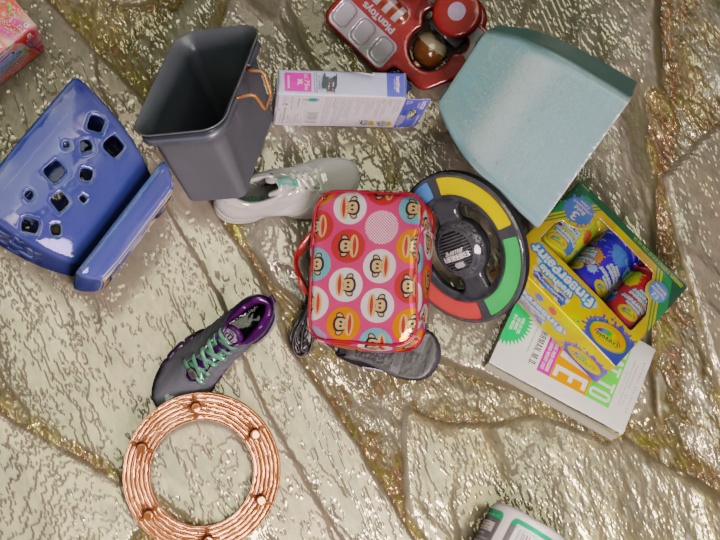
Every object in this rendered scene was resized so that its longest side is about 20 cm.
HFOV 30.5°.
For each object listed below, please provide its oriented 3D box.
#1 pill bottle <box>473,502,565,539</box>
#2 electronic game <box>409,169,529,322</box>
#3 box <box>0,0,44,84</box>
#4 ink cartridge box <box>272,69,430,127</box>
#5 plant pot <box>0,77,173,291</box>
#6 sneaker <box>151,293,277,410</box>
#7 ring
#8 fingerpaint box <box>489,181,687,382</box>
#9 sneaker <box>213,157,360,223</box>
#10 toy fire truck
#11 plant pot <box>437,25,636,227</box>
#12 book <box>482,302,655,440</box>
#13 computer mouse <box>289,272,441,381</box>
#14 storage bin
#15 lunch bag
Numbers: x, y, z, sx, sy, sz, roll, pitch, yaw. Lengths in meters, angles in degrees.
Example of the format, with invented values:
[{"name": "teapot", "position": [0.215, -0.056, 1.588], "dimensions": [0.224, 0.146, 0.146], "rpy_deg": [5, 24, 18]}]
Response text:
[{"name": "pill bottle", "position": [0.167, 0.401, 1.639], "dimensions": [0.112, 0.113, 0.202], "rpy_deg": [31, 77, -1]}, {"name": "electronic game", "position": [0.129, -0.029, 1.683], "dimensions": [0.041, 0.200, 0.201], "rpy_deg": [-28, 83, -46]}, {"name": "box", "position": [-0.509, -0.342, 1.692], "dimensions": [0.102, 0.095, 0.201], "rpy_deg": [-40, 87, -13]}, {"name": "ink cartridge box", "position": [-0.014, -0.223, 1.725], "dimensions": [0.197, 0.119, 0.043], "rpy_deg": [3, 77, -7]}, {"name": "plant pot", "position": [-0.345, -0.088, 1.622], "dimensions": [0.179, 0.200, 0.201], "rpy_deg": [37, 77, -7]}, {"name": "sneaker", "position": [-0.186, 0.097, 1.659], "dimensions": [0.074, 0.088, 0.200], "rpy_deg": [45, 77, 2]}, {"name": "ring", "position": [-0.197, 0.253, 1.644], "dimensions": [0.197, 0.019, 0.204], "rpy_deg": [0, 92, -9]}, {"name": "fingerpaint box", "position": [0.298, 0.013, 1.725], "dimensions": [0.200, 0.073, 0.167], "rpy_deg": [46, 65, 7]}, {"name": "sneaker", "position": [-0.091, -0.106, 1.709], "dimensions": [0.197, 0.089, 0.076], "rpy_deg": [-14, 80, -10]}, {"name": "toy fire truck", "position": [0.072, -0.330, 1.775], "dimensions": [0.200, 0.112, 0.168], "rpy_deg": [45, 101, 3]}, {"name": "plant pot", "position": [0.214, -0.208, 1.686], "dimensions": [0.199, 0.196, 0.197], "rpy_deg": [36, 109, 3]}, {"name": "book", "position": [0.277, 0.115, 1.745], "dimensions": [0.198, 0.048, 0.135], "rpy_deg": [28, 71, -1]}, {"name": "computer mouse", "position": [0.014, 0.062, 1.718], "dimensions": [0.197, 0.046, 0.143], "rpy_deg": [11, 82, 6]}, {"name": "storage bin", "position": [-0.173, -0.190, 1.652], "dimensions": [0.143, 0.135, 0.202], "rpy_deg": [-3, 47, 20]}, {"name": "lunch bag", "position": [0.000, 0.000, 1.659], "dimensions": [0.173, 0.082, 0.203], "rpy_deg": [3, 82, 15]}]
